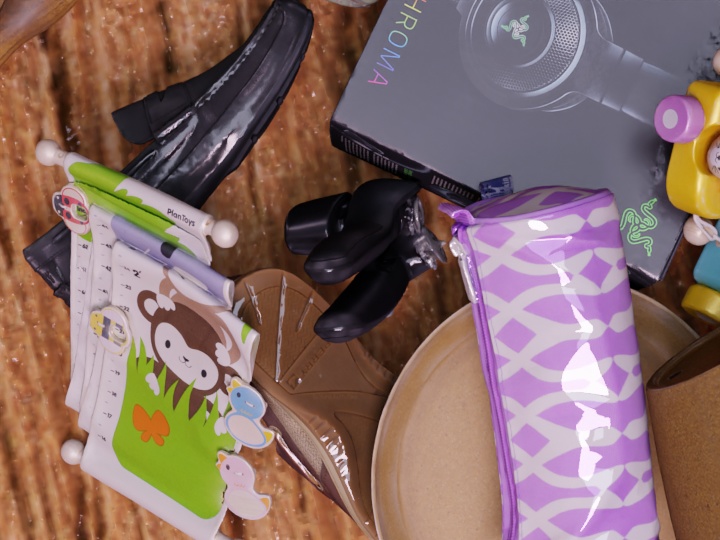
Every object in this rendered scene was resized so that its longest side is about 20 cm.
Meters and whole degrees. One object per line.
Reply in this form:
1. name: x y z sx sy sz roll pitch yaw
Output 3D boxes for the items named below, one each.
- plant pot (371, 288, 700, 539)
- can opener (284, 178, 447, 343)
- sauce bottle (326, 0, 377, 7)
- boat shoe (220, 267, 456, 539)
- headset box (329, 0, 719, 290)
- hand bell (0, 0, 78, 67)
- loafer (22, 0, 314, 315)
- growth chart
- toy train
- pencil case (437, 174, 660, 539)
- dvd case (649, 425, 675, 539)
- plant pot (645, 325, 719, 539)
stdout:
1. plant pot: 0.100 0.103 1.022 0.198 0.027 0.202 0 91 -10
2. can opener: 0.000 0.000 0.987 0.078 0.200 0.064 -17 102 8
3. sauce bottle: 0.024 -0.233 1.047 0.064 0.065 0.201 24 69 2
4. boat shoe: -0.011 0.079 1.045 0.072 0.072 0.200 -48 109 -16
5. headset box: 0.108 -0.104 1.043 0.199 0.093 0.175 27 87 2
6. hand bell: -0.201 -0.109 1.059 0.104 0.104 0.200 39 76 3
7. loafer: -0.099 -0.066 1.053 0.070 0.068 0.201 37 91 -5
8. growth chart: -0.102 0.043 1.006 0.144 0.018 0.202 19 122 31
9. toy train: 0.214 -0.056 0.991 0.150 0.055 0.202 -31 126 -32
10. pencil case: 0.092 0.056 0.959 0.085 0.084 0.202 -13 96 -23
11. dvd case: 0.169 0.173 1.056 0.199 0.025 0.151 31 87 2
12. plant pot: 0.221 0.118 0.943 0.185 0.186 0.201 -31 94 -2
